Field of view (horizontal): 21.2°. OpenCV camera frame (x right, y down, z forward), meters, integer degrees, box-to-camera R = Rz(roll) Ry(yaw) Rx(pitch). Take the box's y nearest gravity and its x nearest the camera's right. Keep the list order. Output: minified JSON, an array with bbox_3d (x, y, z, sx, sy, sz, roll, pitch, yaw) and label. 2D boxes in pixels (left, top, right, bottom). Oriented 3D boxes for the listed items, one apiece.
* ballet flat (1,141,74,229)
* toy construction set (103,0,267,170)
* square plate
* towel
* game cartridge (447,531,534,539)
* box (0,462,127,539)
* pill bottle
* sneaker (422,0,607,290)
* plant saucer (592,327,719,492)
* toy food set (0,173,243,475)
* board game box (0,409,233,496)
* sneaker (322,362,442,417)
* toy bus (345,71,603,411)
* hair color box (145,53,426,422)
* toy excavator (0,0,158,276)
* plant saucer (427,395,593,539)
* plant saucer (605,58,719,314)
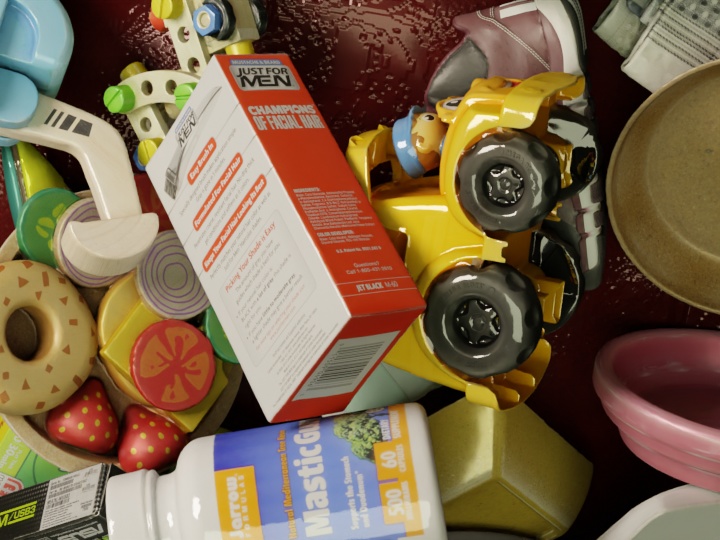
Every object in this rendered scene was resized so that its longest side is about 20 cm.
[{"bbox_3d":[-0.205,-0.003,1.328,0.067,0.067,0.201,-9,113,-16],"label":"ballet flat"},{"bbox_3d":[-0.133,-0.169,1.250,0.131,0.092,0.201,-20,101,36],"label":"toy construction set"},{"bbox_3d":[0.216,0.184,1.293,0.199,0.029,0.198,-5,150,-34],"label":"square plate"},{"bbox_3d":[0.278,-0.172,1.247,0.200,0.035,0.193,34,108,-8],"label":"towel"},{"bbox_3d":[0.038,0.224,1.305,0.199,0.042,0.133,7,134,-39],"label":"game cartridge"},{"bbox_3d":[-0.179,0.213,1.325,0.199,0.048,0.193,-21,138,35],"label":"box"},{"bbox_3d":[-0.050,0.150,1.178,0.199,0.112,0.113,-10,109,0],"label":"pill bottle"},{"bbox_3d":[0.100,-0.082,1.277,0.115,0.076,0.201,-7,99,11],"label":"sneaker"},{"bbox_3d":[0.248,0.095,1.256,0.200,0.201,0.051,8,109,0],"label":"plant saucer"},{"bbox_3d":[-0.159,0.037,1.270,0.200,0.049,0.198,43,65,-18],"label":"toy food set"},{"bbox_3d":[-0.158,0.142,1.340,0.199,0.048,0.102,26,108,-21],"label":"board game box"},{"bbox_3d":[0.000,0.000,1.312,0.118,0.074,0.201,-20,100,-5],"label":"sneaker"},{"bbox_3d":[0.042,-0.034,1.205,0.191,0.136,0.201,14,108,20],"label":"toy bus"},{"bbox_3d":[-0.049,-0.022,1.174,0.111,0.064,0.200,-52,56,41],"label":"hair color box"},{"bbox_3d":[-0.212,-0.110,1.225,0.199,0.100,0.195,15,67,-11],"label":"toy excavator"},{"bbox_3d":[0.051,0.171,1.312,0.199,0.049,0.200,-30,149,13],"label":"plant saucer"},{"bbox_3d":[0.261,-0.060,1.260,0.199,0.035,0.201,4,124,6],"label":"plant saucer"}]
